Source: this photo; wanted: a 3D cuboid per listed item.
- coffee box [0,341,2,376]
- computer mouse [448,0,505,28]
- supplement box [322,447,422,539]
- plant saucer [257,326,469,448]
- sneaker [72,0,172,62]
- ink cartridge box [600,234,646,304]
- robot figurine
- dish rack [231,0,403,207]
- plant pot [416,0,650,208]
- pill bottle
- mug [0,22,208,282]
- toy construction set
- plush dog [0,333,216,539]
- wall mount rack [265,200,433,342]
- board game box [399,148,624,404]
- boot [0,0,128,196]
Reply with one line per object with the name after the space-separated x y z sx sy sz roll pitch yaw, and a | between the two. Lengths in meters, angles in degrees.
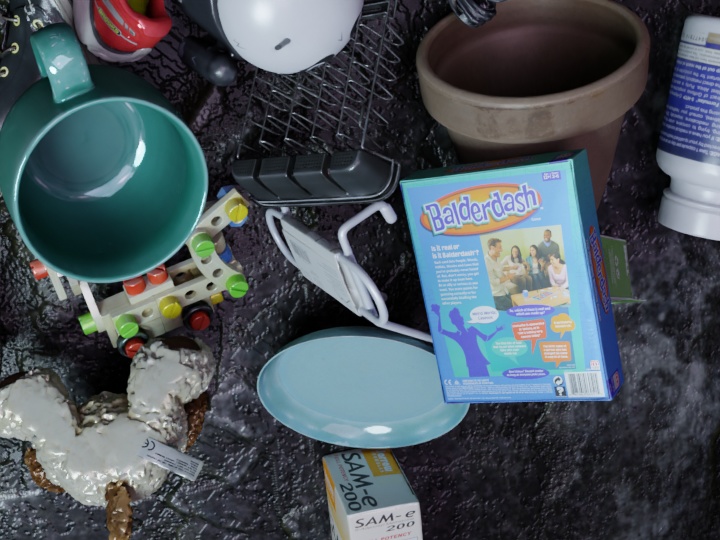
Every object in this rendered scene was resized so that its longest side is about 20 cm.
-0.382 0.004 0.963 0.112 0.080 0.201 -14 110 -12 | coffee box
0.149 -0.309 1.020 0.199 0.053 0.139 -25 89 -5 | computer mouse
0.017 0.292 1.136 0.073 0.126 0.201 -9 108 -10 | supplement box
0.003 0.108 1.075 0.199 0.028 0.201 3 142 3 | plant saucer
-0.182 -0.266 0.903 0.077 0.085 0.201 -7 86 -50 | sneaker
0.187 0.003 1.062 0.103 0.200 0.060 -8 84 29 | ink cartridge box
-0.078 -0.231 0.904 0.124 0.200 0.151 -12 123 -28 | robot figurine
-0.030 -0.157 0.959 0.054 0.153 0.201 28 68 -51 | dish rack
0.156 -0.127 1.022 0.199 0.201 0.175 -17 127 -9 | plant pot
0.348 -0.136 1.094 0.119 0.120 0.201 5 106 -16 | pill bottle
-0.203 -0.098 0.899 0.151 0.114 0.186 8 113 -31 | mug
-0.185 0.000 1.008 0.199 0.092 0.132 -12 134 -3 | toy construction set
-0.212 0.156 1.012 0.199 0.172 0.161 -14 79 -8 | plush dog
0.000 0.000 1.016 0.074 0.200 0.174 -34 125 -16 | wall mount rack
0.126 0.009 0.950 0.151 0.045 0.201 -4 106 29 | board game box
-0.292 -0.166 0.933 0.153 0.073 0.204 -33 116 -9 | boot
